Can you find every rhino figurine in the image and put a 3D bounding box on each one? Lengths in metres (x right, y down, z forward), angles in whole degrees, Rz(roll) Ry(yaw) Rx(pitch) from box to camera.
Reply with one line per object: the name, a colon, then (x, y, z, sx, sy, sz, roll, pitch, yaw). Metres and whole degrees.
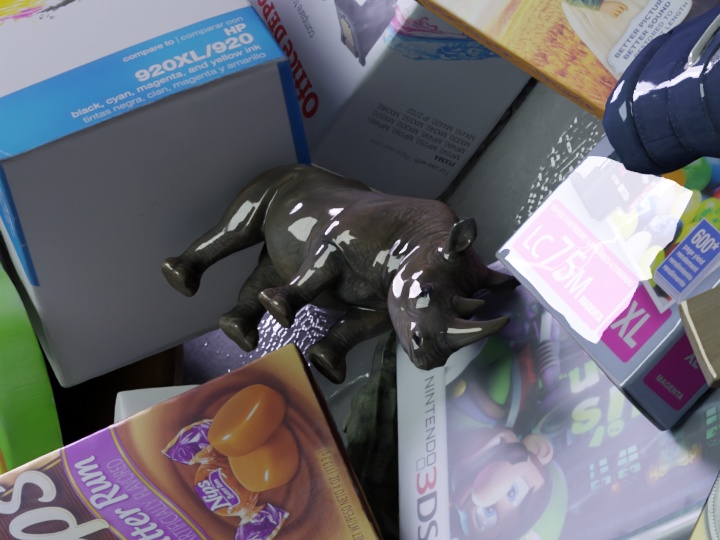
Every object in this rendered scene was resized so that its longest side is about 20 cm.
rhino figurine: (0.000, 0.000, 1.248, 0.087, 0.060, 0.200, -47, 33, -18)

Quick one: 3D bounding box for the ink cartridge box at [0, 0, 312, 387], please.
ink cartridge box: (-0.122, -0.079, 1.387, 0.200, 0.144, 0.148, -122, 15, -45)

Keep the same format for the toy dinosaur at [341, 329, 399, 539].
toy dinosaur: (0.006, 0.107, 1.295, 0.088, 0.047, 0.200, 90, -171, -50)

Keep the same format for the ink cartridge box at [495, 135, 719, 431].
ink cartridge box: (0.154, -0.044, 1.146, 0.200, 0.042, 0.119, -45, 36, 3)

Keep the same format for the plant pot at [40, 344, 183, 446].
plant pot: (-0.210, 0.040, 1.582, 0.188, 0.186, 0.200, -70, 18, -1)

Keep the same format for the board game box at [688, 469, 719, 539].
board game box: (0.158, 0.169, 1.030, 0.135, 0.035, 0.201, 27, 96, 34)

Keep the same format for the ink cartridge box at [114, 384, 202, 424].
ink cartridge box: (-0.065, 0.170, 1.307, 0.146, 0.084, 0.200, 99, 164, -48)

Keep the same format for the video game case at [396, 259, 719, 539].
video game case: (0.098, 0.049, 1.170, 0.200, 0.023, 0.182, -27, 42, 27)

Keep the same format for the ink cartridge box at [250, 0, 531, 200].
ink cartridge box: (0.037, -0.153, 1.383, 0.200, 0.083, 0.146, -53, 37, 23)

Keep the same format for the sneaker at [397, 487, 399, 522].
sneaker: (0.062, 0.141, 1.195, 0.076, 0.075, 0.201, -43, 43, 36)

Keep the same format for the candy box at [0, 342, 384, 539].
candy box: (-0.093, 0.125, 1.212, 0.199, 0.057, 0.117, -25, 51, 0)

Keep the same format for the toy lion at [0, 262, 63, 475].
toy lion: (-0.191, 0.025, 1.382, 0.200, 0.068, 0.192, -139, 39, -56)

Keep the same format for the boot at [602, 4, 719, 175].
boot: (0.171, -0.099, 1.076, 0.090, 0.200, 0.073, -12, 107, 43)

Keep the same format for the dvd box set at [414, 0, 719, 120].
dvd box set: (0.100, -0.150, 1.209, 0.146, 0.029, 0.200, -51, 46, -1)

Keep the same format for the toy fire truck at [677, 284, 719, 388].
toy fire truck: (0.219, 0.017, 1.005, 0.200, 0.128, 0.177, -47, 38, 50)
